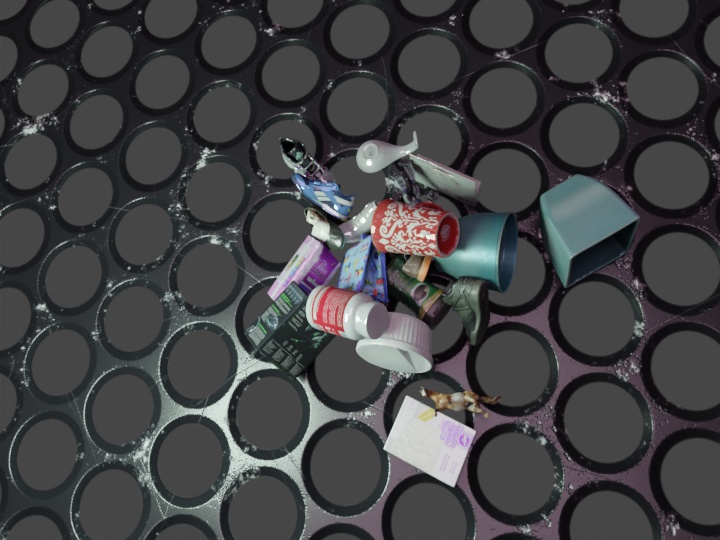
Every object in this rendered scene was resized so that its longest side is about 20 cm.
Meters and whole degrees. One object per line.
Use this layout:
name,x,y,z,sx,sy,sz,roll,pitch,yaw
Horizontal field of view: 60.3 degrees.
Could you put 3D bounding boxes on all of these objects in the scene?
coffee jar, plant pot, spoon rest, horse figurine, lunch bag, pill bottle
coffee jar,0.147,0.059,1.643,0.199,0.086,0.105,41,81,18
plant pot,0.552,-0.117,1.571,0.192,0.197,0.203,-29,63,1
spoon rest,0.079,-0.342,1.784,0.194,0.060,0.103,-13,71,20
horse figurine,0.249,0.330,1.547,0.193,0.133,0.052,-2,94,1
lunch bag,0.000,0.000,1.650,0.092,0.150,0.206,13,66,-28
plant pot,0.293,-0.055,1.602,0.183,0.200,0.206,7,76,27
pill bottle,-0.032,0.105,1.507,0.196,0.111,0.115,11,75,42

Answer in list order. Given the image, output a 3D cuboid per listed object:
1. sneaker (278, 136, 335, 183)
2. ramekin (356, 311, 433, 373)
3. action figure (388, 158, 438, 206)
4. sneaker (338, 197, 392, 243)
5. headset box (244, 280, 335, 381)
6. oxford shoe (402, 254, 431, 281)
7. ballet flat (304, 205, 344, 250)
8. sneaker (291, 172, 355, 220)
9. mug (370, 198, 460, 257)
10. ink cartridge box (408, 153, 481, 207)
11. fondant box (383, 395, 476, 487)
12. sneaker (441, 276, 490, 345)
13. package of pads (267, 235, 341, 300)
sneaker,-0.161,-0.308,1.764,0.198,0.140,0.078,36,83,17
ramekin,0.094,0.180,1.569,0.196,0.204,0.097,10,65,12
action figure,0.143,-0.195,1.677,0.129,0.202,0.069,-39,30,-13
sneaker,0.013,-0.145,1.709,0.194,0.101,0.076,-19,46,0
headset box,-0.171,0.154,1.618,0.200,0.174,0.093,-46,43,-4
oxford shoe,0.158,-0.059,1.638,0.071,0.073,0.202,19,41,3
ballet flat,-0.108,-0.117,1.701,0.201,0.067,0.070,51,123,51
sneaker,-0.102,-0.223,1.736,0.197,0.074,0.083,32,104,-11
mug,0.147,-0.119,1.547,0.196,0.134,0.181,12,66,42
ink cartridge box,0.229,-0.256,1.664,0.196,0.177,0.046,27,80,15
fondant box,0.175,0.426,1.557,0.196,0.058,0.147,24,80,14
sneaker,0.269,0.097,1.581,0.112,0.203,0.076,21,49,36
package of pads,-0.149,0.022,1.685,0.075,0.120,0.202,29,81,45
